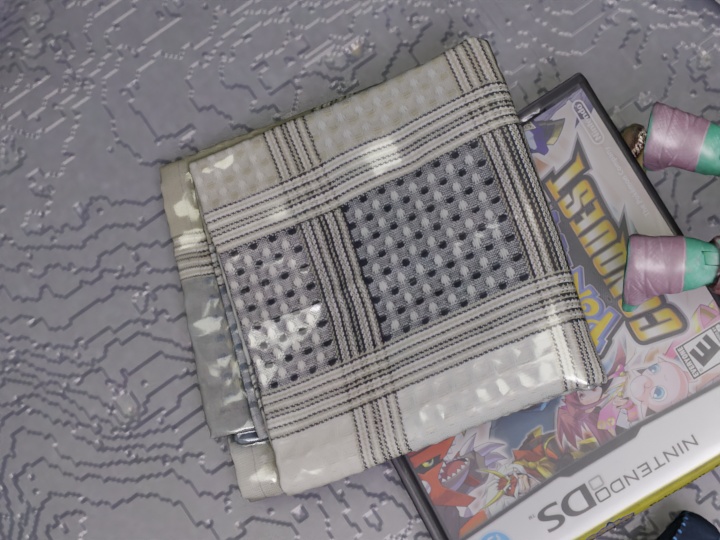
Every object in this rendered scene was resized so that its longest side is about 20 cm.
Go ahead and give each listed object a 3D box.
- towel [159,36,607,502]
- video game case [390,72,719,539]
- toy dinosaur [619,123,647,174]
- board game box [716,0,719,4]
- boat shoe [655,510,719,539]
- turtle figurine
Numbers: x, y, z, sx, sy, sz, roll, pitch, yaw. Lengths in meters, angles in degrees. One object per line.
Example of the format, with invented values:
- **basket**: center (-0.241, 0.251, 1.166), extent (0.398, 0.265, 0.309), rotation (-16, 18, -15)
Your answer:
- **towel**: center (0.000, 0.000, 0.772), extent (0.199, 0.035, 0.194), rotation (-21, 73, 15)
- **video game case**: center (0.084, 0.033, 0.767), extent (0.180, 0.025, 0.201), rotation (-32, 72, 11)
- **toy dinosaur**: center (0.129, 0.031, 0.788), extent (0.088, 0.047, 0.201), rotation (21, 84, 14)
- **board game box**: center (0.240, -0.228, 0.843), extent (0.200, 0.026, 0.200), rotation (42, 84, 11)
- **boat shoe**: center (0.095, 0.189, 0.737), extent (0.069, 0.084, 0.200), rotation (38, 81, 13)
- **turtle figurine**: center (0.222, -0.016, 0.696), extent (0.198, 0.101, 0.151), rotation (11, 60, 10)
